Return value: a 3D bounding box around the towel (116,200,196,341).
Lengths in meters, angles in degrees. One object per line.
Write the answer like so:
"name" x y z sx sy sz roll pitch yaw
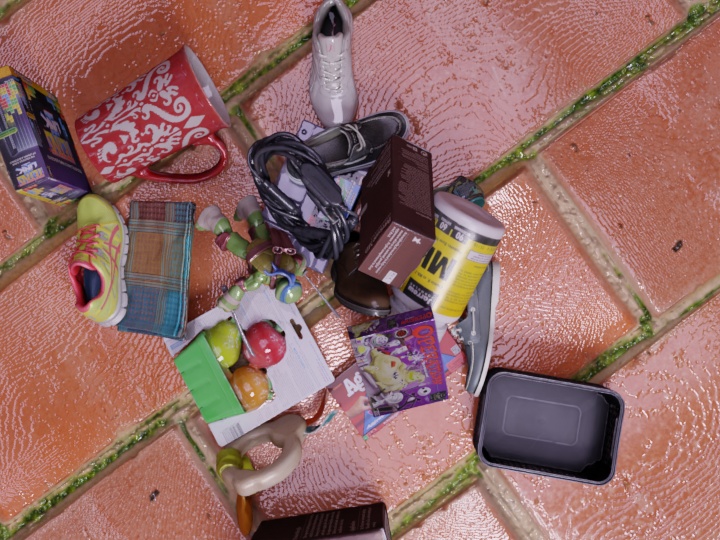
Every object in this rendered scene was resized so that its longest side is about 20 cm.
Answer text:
"towel" -0.306 -0.003 1.403 0.145 0.022 0.203 4 88 36

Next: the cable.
"cable" -0.086 -0.107 1.343 0.200 0.164 0.051 44 61 11

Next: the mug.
"mug" -0.299 -0.205 1.392 0.198 0.133 0.179 -28 86 5

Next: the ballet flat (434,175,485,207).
"ballet flat" 0.092 -0.072 1.410 0.199 0.074 0.075 -33 87 -1

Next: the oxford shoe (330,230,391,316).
"oxford shoe" 0.000 0.000 1.330 0.072 0.200 0.086 5 114 -19

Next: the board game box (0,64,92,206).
"board game box" -0.466 -0.188 1.361 0.056 0.200 0.167 -22 88 0

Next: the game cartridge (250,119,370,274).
"game cartridge" -0.069 -0.111 1.427 0.128 0.038 0.202 24 90 7

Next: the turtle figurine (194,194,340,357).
"turtle figurine" -0.151 0.002 1.355 0.143 0.200 0.195 -34 64 -4

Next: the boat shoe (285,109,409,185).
"boat shoe" -0.016 -0.181 1.377 0.198 0.071 0.073 -27 83 -5

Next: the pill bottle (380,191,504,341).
"pill bottle" 0.112 0.001 1.339 0.113 0.114 0.202 27 107 3

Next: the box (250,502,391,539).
"box" -0.047 0.442 1.343 0.197 0.166 0.167 -9 89 2

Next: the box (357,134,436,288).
"box" 0.050 -0.085 1.318 0.074 0.202 0.100 22 129 -19

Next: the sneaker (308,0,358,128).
"sneaker" -0.046 -0.310 1.396 0.077 0.099 0.203 -5 88 2

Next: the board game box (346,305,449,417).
"board game box" 0.057 0.132 1.326 0.118 0.201 0.033 -17 49 -1

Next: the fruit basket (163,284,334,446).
"fruit basket" -0.166 0.132 1.405 0.198 0.094 0.187 -30 88 -9

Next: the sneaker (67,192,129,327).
"sneaker" -0.394 -0.021 1.396 0.077 0.090 0.203 -15 78 18

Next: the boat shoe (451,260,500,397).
"boat shoe" 0.165 0.082 1.392 0.061 0.073 0.203 8 83 1

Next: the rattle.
"rattle" -0.106 0.288 1.404 0.199 0.130 0.144 -32 106 -29

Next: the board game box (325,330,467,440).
"board game box" 0.055 0.154 1.420 0.199 0.019 0.103 -38 86 1

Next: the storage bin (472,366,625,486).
"storage bin" 0.271 0.224 1.373 0.197 0.094 0.137 9 89 2
